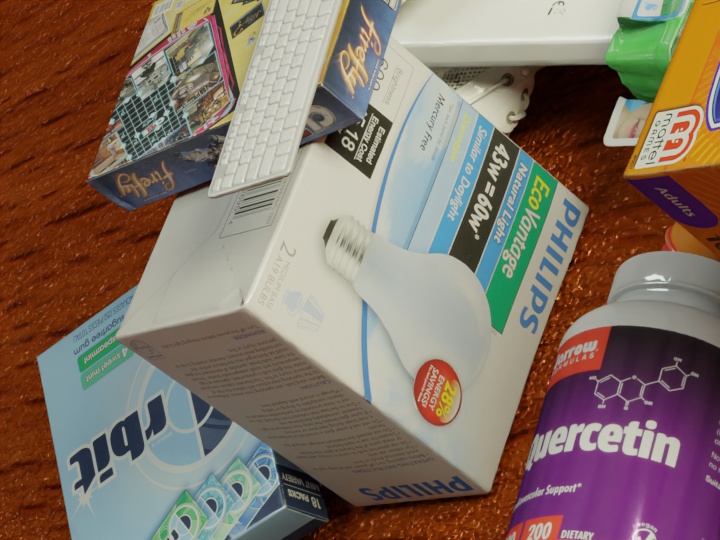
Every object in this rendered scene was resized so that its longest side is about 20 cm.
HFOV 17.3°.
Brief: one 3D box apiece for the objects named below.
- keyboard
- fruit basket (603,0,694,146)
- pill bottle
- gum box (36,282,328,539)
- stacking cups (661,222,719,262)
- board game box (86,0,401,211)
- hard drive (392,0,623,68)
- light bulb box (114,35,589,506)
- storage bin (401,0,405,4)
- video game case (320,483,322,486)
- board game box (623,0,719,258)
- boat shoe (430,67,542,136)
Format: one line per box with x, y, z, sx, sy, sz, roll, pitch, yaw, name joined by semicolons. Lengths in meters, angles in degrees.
-0.034;-0.123;1.242;0.056;0.011;0.201;-20;44;42;keyboard
0.233;-0.150;1.273;0.199;0.094;0.186;-5;55;50;fruit basket
0.136;0.095;1.132;0.112;0.112;0.201;-18;45;47;pill bottle
-0.114;0.101;1.458;0.170;0.044;0.201;-34;55;27;gum box
0.199;-0.057;1.199;0.201;0.060;0.061;-59;23;31;stacking cups
-0.060;-0.118;1.317;0.199;0.035;0.136;-17;45;44;board game box
0.100;-0.173;1.433;0.199;0.027;0.132;2;46;30;hard drive
0.000;0.000;1.344;0.124;0.200;0.199;-11;50;49;light bulb box
0.025;-0.270;1.474;0.200;0.094;0.198;-46;28;-7;storage bin
-0.110;0.179;1.500;0.182;0.022;0.201;11;69;59;video game case
0.276;-0.079;1.019;0.199;0.200;0.201;-6;54;53;board game box
0.074;-0.107;1.468;0.199;0.070;0.071;-26;-7;-1;boat shoe
